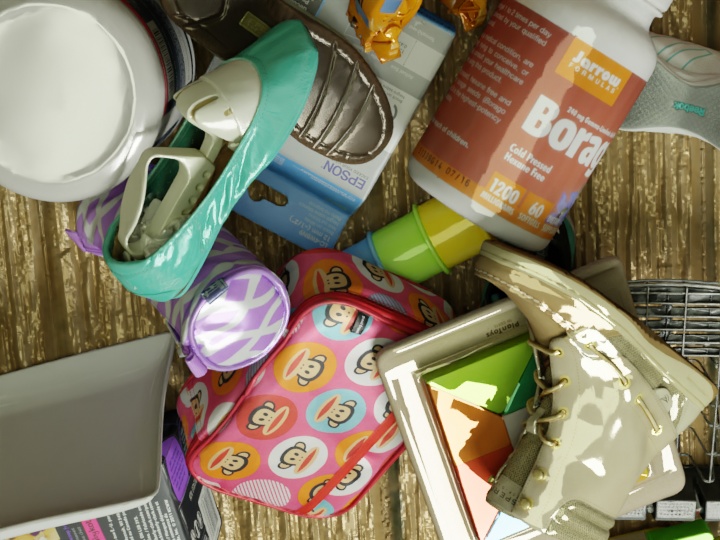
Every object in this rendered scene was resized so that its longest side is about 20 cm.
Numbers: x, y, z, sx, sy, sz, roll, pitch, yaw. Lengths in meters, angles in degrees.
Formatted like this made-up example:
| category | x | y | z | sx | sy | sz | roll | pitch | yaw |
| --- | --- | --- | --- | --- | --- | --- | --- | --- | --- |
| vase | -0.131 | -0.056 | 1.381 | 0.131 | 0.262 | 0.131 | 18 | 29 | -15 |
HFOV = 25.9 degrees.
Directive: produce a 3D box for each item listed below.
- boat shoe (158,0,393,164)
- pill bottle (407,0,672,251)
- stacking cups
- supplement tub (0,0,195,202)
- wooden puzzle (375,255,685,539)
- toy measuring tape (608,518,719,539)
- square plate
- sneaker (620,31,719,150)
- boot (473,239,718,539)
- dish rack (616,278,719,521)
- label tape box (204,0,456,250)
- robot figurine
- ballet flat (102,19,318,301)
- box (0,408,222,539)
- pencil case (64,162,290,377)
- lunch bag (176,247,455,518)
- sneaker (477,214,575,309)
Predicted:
| category | x | y | z | sx | sy | sz | roll | pitch | yaw |
| --- | --- | --- | --- | --- | --- | --- | --- | --- | --- |
| boat shoe | -0.057 | -0.150 | 1.043 | 0.072 | 0.076 | 0.200 | -46 | 120 | 2 |
| pill bottle | 0.124 | -0.124 | 1.038 | 0.112 | 0.112 | 0.201 | 29 | 101 | -5 |
| stacking cups | 0.000 | 0.000 | 1.150 | 0.199 | 0.061 | 0.061 | -25 | 102 | 10 |
| supplement tub | -0.186 | -0.132 | 1.050 | 0.139 | 0.200 | 0.142 | 1 | 104 | 2 |
| wooden puzzle | 0.124 | 0.109 | 1.092 | 0.183 | 0.037 | 0.202 | -22 | 112 | -5 |
| toy measuring tape | 0.195 | 0.243 | 1.199 | 0.198 | 0.074 | 0.074 | -15 | 103 | 6 |
| square plate | -0.228 | 0.129 | 1.125 | 0.196 | 0.201 | 0.029 | -14 | 121 | 6 |
| sneaker | 0.222 | -0.129 | 1.106 | 0.199 | 0.080 | 0.071 | 23 | 113 | 16 |
| boot | 0.123 | 0.086 | 1.031 | 0.199 | 0.073 | 0.156 | 35 | 92 | -25 |
| dish rack | 0.217 | 0.095 | 1.152 | 0.152 | 0.055 | 0.202 | 0 | 113 | 1 |
| label tape box | -0.040 | -0.118 | 1.118 | 0.142 | 0.066 | 0.201 | 28 | 102 | -5 |
| robot figurine | 0.062 | -0.207 | 0.976 | 0.144 | 0.200 | 0.059 | -24 | 79 | -20 |
| ballet flat | -0.096 | -0.072 | 0.969 | 0.067 | 0.070 | 0.201 | 37 | 99 | 38 |
| box | -0.216 | 0.192 | 1.173 | 0.198 | 0.122 | 0.107 | -14 | 105 | 6 |
| pencil case | -0.127 | -0.003 | 1.084 | 0.086 | 0.200 | 0.084 | -45 | 132 | -4 |
| lunch bag | -0.019 | 0.089 | 1.137 | 0.175 | 0.082 | 0.200 | 23 | 120 | -31 |
| sneaker | 0.109 | 0.051 | 1.142 | 0.071 | 0.080 | 0.202 | 13 | 103 | 8 |
